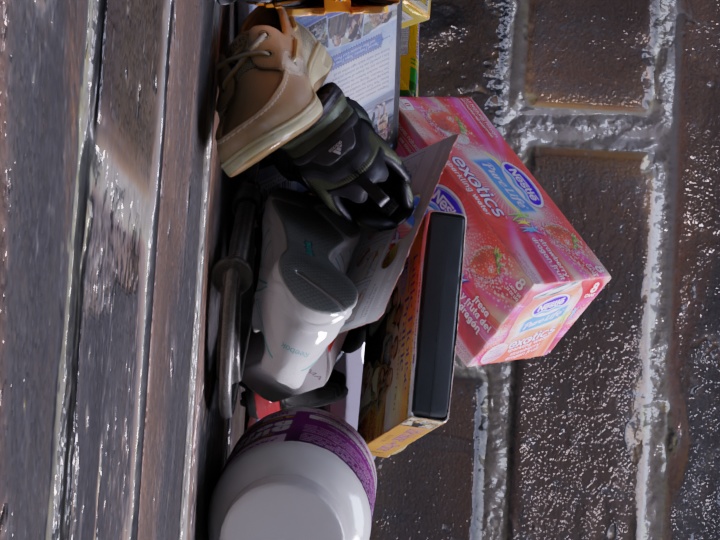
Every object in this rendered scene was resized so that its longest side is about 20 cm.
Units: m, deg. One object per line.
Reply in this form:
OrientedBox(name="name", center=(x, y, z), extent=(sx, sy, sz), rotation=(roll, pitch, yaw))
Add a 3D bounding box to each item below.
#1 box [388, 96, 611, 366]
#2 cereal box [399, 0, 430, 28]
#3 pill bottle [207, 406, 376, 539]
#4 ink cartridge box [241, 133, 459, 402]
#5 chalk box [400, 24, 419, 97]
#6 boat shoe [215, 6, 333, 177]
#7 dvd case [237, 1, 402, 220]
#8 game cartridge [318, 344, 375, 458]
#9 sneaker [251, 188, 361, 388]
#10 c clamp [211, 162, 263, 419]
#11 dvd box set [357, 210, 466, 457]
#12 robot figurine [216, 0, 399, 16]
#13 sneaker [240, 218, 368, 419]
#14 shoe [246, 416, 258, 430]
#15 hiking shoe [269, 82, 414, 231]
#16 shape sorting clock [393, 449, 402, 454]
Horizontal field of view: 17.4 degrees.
OrientedBox(name="box", center=(0.084, -0.033, 1.804), extent=(0.200, 0.103, 0.095), rotation=(55, -55, 26))
OrientedBox(name="cereal box", center=(-0.007, -0.268, 1.795), extent=(0.040, 0.144, 0.200), rotation=(28, 58, -44))
OrientedBox(name="pill bottle", center=(-0.047, 0.164, 1.615), extent=(0.200, 0.112, 0.112), rotation=(-75, 168, -83))
OrientedBox(name="ink cartridge box", center=(0.000, 0.000, 1.665), extent=(0.200, 0.050, 0.161), rotation=(-19, -138, 52))
OrientedBox(name="chalk box", center=(-0.014, -0.130, 1.941), extent=(0.200, 0.124, 0.124), rotation=(88, 5, -53))
OrientedBox(name="boat shoe", center=(-0.064, -0.119, 1.487), extent=(0.065, 0.072, 0.200), rotation=(55, 20, -15))
OrientedBox(name="dvd case", center=(-0.028, -0.143, 1.686), extent=(0.018, 0.143, 0.200), rotation=(36, -39, 35))
OrientedBox(name="game cartridge", center=(-0.018, 0.056, 1.913), extent=(0.133, 0.041, 0.200), rotation=(-129, -147, -52))
OrientedBox(name="sneaker", center=(-0.045, 0.007, 1.591), extent=(0.200, 0.070, 0.080), rotation=(-85, -162, -64))
OrientedBox(name="c clamp", center=(-0.084, -0.001, 1.596), extent=(0.200, 0.027, 0.171), rotation=(-87, -177, -61))
OrientedBox(name="dvd box set", center=(0.034, 0.049, 1.670), extent=(0.200, 0.029, 0.147), rotation=(136, -39, -75))
OrientedBox(name="robot figurine", center=(-0.024, -0.193, 1.475), extent=(0.200, 0.145, 0.058), rotation=(-126, -146, -78))
OrientedBox(name="sneaker", center=(-0.040, 0.019, 1.799), extent=(0.071, 0.098, 0.201), rotation=(84, 8, -66))
OrientedBox(name="shoe", center=(-0.062, 0.192, 1.905), extent=(0.091, 0.071, 0.200), rotation=(60, 28, -84))
OrientedBox(name="hiking shoe", center=(-0.010, -0.064, 1.608), extent=(0.101, 0.076, 0.200), rotation=(54, 4, 5))
OrientedBox(name="shape sorting clock", center=(0.026, 0.052, 1.941), extent=(0.200, 0.039, 0.200), rotation=(-177, -90, -74))
